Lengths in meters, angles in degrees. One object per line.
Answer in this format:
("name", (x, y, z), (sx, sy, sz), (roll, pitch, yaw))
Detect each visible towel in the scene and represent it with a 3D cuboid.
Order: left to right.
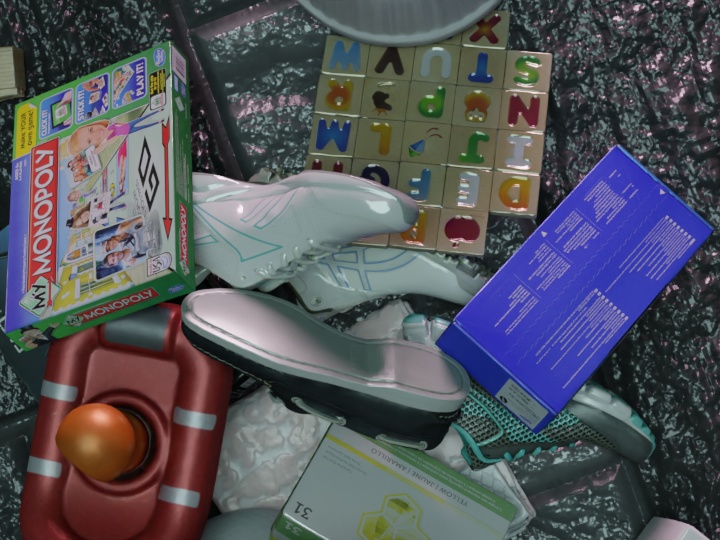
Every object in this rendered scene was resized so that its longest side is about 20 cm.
("towel", (-0.002, 0.151, 1.296), (0.200, 0.032, 0.191), (-33, 87, 3))

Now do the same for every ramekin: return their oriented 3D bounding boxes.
("ramekin", (0.025, -0.265, 1.258), (0.202, 0.094, 0.203), (0, 84, 3))

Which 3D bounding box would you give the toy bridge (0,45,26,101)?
("toy bridge", (-0.349, -0.125, 1.331), (0.199, 0.027, 0.067), (-5, 90, 5))

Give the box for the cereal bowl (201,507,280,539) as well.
("cereal bowl", (-0.077, 0.274, 1.254), (0.199, 0.083, 0.201), (2, 96, 17))

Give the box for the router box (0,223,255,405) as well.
("router box", (-0.179, 0.035, 1.288), (0.150, 0.062, 0.200), (-38, 81, 5))

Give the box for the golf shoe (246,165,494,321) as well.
("golf shoe", (0.000, 0.000, 1.282), (0.199, 0.078, 0.098), (22, 97, 14))

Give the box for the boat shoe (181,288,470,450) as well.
("boat shoe", (-0.029, 0.070, 1.183), (0.199, 0.076, 0.060), (20, 123, -2))

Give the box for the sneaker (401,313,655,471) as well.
("sneaker", (0.108, 0.104, 1.257), (0.199, 0.078, 0.091), (23, 89, -3))

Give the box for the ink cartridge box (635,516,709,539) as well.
("ink cartridge box", (0.212, 0.291, 1.229), (0.146, 0.084, 0.200), (37, 83, -2))

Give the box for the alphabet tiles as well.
("alphabet tiles", (0.048, -0.104, 1.266), (0.166, 0.006, 0.201), (6, 65, 5))

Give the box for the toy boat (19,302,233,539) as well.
("toy boat", (-0.164, 0.116, 1.181), (0.130, 0.131, 0.201), (9, 87, 10))

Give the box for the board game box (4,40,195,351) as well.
("board game box", (-0.179, -0.053, 1.226), (0.134, 0.029, 0.201), (-19, 53, 18))

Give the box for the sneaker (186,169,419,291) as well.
("sneaker", (-0.050, -0.024, 1.205), (0.200, 0.070, 0.081), (-1, 76, 31))

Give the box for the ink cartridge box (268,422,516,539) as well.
("ink cartridge box", (0.003, 0.208, 1.203), (0.145, 0.048, 0.200), (30, 50, 2))

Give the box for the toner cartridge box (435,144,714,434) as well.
("toner cartridge box", (0.150, 0.010, 1.230), (0.095, 0.043, 0.200), (43, 61, 4))
